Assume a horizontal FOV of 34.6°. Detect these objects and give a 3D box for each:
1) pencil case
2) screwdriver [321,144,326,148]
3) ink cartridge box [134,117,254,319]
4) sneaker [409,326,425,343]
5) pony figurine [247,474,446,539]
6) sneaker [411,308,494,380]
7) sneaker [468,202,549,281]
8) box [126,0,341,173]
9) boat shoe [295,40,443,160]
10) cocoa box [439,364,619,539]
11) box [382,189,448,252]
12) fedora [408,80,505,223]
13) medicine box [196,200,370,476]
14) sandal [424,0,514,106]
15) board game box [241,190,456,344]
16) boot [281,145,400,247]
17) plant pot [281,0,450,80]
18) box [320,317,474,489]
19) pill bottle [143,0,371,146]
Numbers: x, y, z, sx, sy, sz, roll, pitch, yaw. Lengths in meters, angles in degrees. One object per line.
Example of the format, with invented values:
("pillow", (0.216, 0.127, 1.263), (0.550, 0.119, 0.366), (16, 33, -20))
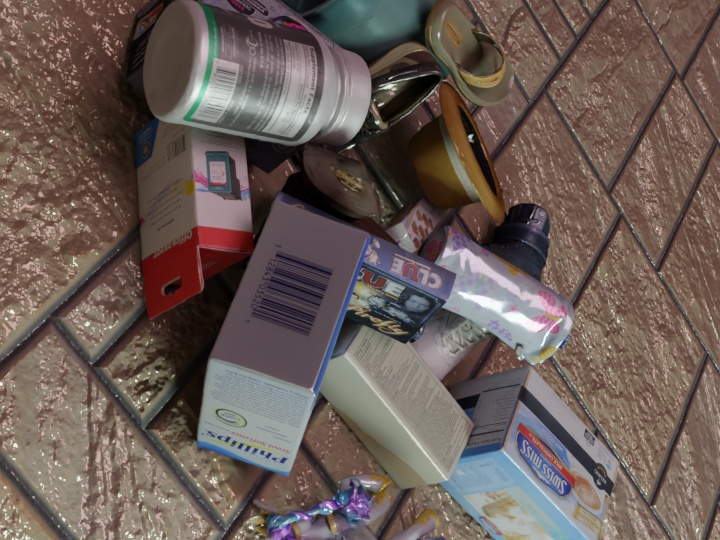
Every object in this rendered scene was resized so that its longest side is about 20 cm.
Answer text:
("pencil case", (0.152, 0.030, 1.353), (0.199, 0.091, 0.083), (31, 14, -15))
("screwdriver", (-0.043, -0.131, 1.281), (0.028, 0.200, 0.029), (-23, 68, -12))
("ink cartridge box", (-0.166, -0.059, 1.151), (0.067, 0.116, 0.202), (6, 70, -37))
("sneaker", (0.000, 0.000, 1.355), (0.200, 0.075, 0.077), (51, 17, -15))
("pony figurine", (-0.001, 0.295, 1.185), (0.199, 0.167, 0.193), (-3, 45, -43))
("sneaker", (0.122, 0.070, 1.418), (0.078, 0.099, 0.200), (58, 43, -15))
("sneaker", (0.183, -0.038, 1.533), (0.202, 0.076, 0.147), (35, 62, -44))
("box", (-0.128, -0.220, 1.233), (0.199, 0.132, 0.115), (32, 40, -34))
("boat shoe", (0.008, -0.189, 1.343), (0.073, 0.200, 0.065), (47, 5, -42))
("cocoa box", (0.197, 0.237, 1.406), (0.200, 0.133, 0.132), (46, 47, -23))
("box", (0.067, -0.061, 1.411), (0.039, 0.041, 0.200), (60, 23, -8))
("fedora", (0.112, -0.133, 1.423), (0.201, 0.081, 0.201), (60, 16, -29))
("medicine box", (-0.077, 0.070, 1.120), (0.102, 0.200, 0.183), (19, 57, 0))
("sandal", (0.143, -0.258, 1.394), (0.200, 0.054, 0.081), (35, 71, -53))
("board game box", (-0.016, 0.001, 1.200), (0.199, 0.136, 0.035), (25, 62, -6))
("boot", (0.001, -0.052, 1.202), (0.186, 0.200, 0.064), (35, 76, -7))
("plant pot", (0.018, -0.317, 1.411), (0.196, 0.199, 0.201), (43, 47, -37))
("box", (0.033, 0.143, 1.312), (0.200, 0.077, 0.095), (53, 45, -18))
("pill bottle", (-0.095, -0.181, 1.102), (0.199, 0.113, 0.114), (7, 69, -37))
